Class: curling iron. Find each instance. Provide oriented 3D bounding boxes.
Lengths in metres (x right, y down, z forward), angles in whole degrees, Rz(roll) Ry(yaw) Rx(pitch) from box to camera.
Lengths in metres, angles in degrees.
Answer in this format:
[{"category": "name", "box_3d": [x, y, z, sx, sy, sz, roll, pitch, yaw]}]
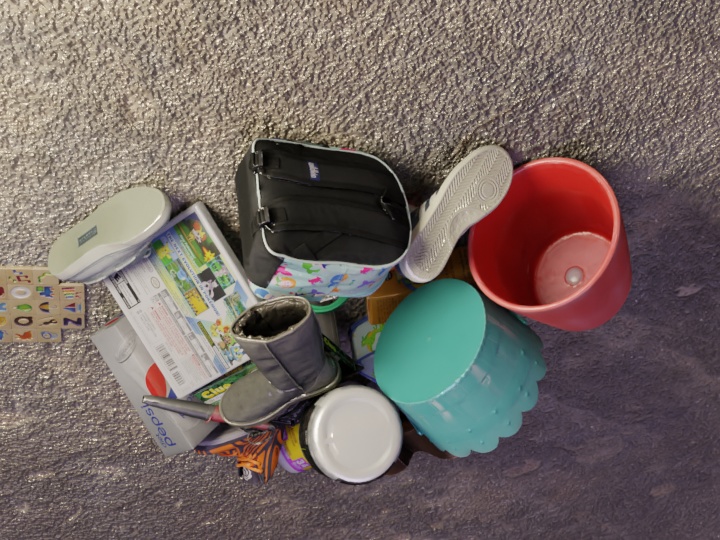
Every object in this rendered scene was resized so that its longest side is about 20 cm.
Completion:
[{"category": "curling iron", "box_3d": [-0.200, 0.198, 1.456, 0.197, 0.026, 0.050, 19, 132, -29]}]

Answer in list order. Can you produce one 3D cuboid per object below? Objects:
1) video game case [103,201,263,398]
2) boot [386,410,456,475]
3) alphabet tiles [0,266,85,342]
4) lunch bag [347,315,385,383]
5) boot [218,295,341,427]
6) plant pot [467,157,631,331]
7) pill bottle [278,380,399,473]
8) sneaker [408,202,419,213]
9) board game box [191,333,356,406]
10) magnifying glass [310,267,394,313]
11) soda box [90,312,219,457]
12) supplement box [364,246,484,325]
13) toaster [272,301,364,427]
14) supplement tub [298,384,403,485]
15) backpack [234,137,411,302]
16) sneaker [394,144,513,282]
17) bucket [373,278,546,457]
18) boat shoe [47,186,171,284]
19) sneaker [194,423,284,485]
[{"category": "video game case", "box_3d": [-0.217, 0.041, 1.383, 0.181, 0.022, 0.202, -29, 96, 25]}, {"category": "boot", "box_3d": [0.117, 0.231, 1.692, 0.199, 0.156, 0.077, -35, 104, 31]}, {"category": "alphabet tiles", "box_3d": [-0.469, 0.047, 1.453, 0.196, 0.006, 0.168, 1, 142, -13]}, {"category": "lunch bag", "box_3d": [0.085, 0.116, 1.597, 0.160, 0.084, 0.199, -32, 138, 26]}, {"category": "boot", "box_3d": [-0.115, 0.113, 1.302, 0.180, 0.073, 0.200, -27, 158, 2]}, {"category": "plant pot", "box_3d": [0.256, -0.017, 1.387, 0.198, 0.203, 0.177, -24, 151, 19]}, {"category": "pill bottle", "box_3d": [-0.041, 0.239, 1.712, 0.198, 0.106, 0.104, -25, 141, 19]}, {"category": "sneaker", "box_3d": [0.002, -0.031, 1.394, 0.196, 0.076, 0.081, -12, 143, 3]}, {"category": "board game box", "box_3d": [-0.115, 0.141, 1.439, 0.198, 0.024, 0.105, -25, 141, 20]}, {"category": "magnifying glass", "box_3d": [0.000, 0.000, 1.446, 0.197, 0.081, 0.022, -18, 167, -4]}, {"category": "soda box", "box_3d": [-0.279, 0.150, 1.478, 0.068, 0.063, 0.202, -20, 104, 41]}, {"category": "supplement box", "box_3d": [0.102, 0.017, 1.485, 0.196, 0.067, 0.069, -10, 143, 0]}, {"category": "toaster", "box_3d": [-0.125, 0.126, 1.534, 0.197, 0.120, 0.181, 11, 140, -24]}, {"category": "supplement tub", "box_3d": [-0.018, 0.214, 1.425, 0.120, 0.125, 0.200, -2, 173, -9]}, {"category": "backpack", "box_3d": [-0.044, -0.053, 1.270, 0.196, 0.180, 0.151, 1, 150, -20]}, {"category": "sneaker", "box_3d": [0.105, -0.074, 1.333, 0.075, 0.084, 0.200, 46, 78, -17]}, {"category": "bucket", "box_3d": [0.123, 0.119, 1.406, 0.205, 0.210, 0.135, -29, 132, 25]}, {"category": "boat shoe", "box_3d": [-0.295, -0.040, 1.335, 0.199, 0.071, 0.071, -26, 151, 27]}, {"category": "sneaker", "box_3d": [-0.172, 0.269, 1.605, 0.077, 0.114, 0.199, 10, -168, 34]}]
